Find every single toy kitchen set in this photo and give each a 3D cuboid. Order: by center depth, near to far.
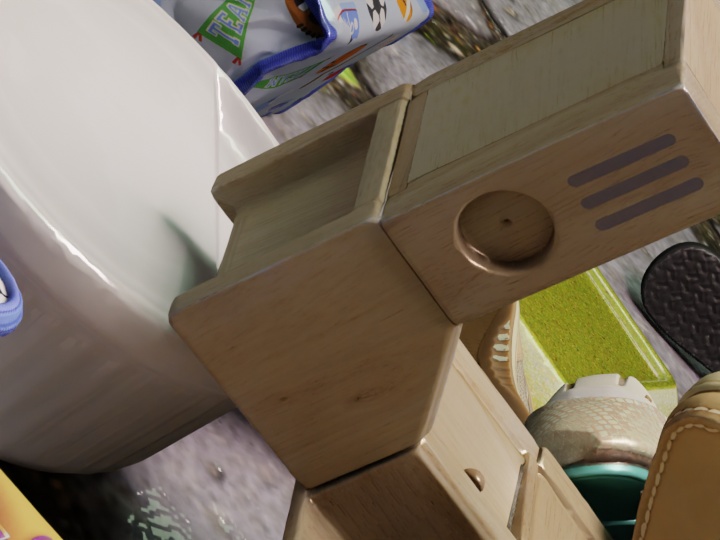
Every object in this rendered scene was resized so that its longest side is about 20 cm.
[{"bbox_3d":[0.064,0.057,0.702,0.200,0.180,0.163,53,27,-26],"label":"toy kitchen set"}]

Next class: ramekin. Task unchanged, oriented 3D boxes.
[{"bbox_3d":[-0.108,-0.020,0.811,0.202,0.094,0.203,40,24,-22],"label":"ramekin"}]

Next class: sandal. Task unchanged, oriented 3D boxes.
[{"bbox_3d":[0.248,0.060,1.396,0.200,0.075,0.045,47,11,0],"label":"sandal"}]

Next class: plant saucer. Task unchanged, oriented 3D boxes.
[{"bbox_3d":[0.078,0.017,1.168,0.200,0.048,0.200,57,23,17],"label":"plant saucer"}]

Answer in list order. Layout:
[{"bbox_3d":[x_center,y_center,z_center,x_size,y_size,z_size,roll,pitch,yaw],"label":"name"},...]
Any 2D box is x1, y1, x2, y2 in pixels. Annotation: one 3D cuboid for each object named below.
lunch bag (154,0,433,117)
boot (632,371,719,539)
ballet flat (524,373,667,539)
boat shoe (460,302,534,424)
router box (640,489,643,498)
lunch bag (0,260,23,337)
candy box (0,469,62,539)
[{"bbox_3d":[-0.079,-0.167,1.060,0.200,0.124,0.170,60,17,-1],"label":"lunch bag"},{"bbox_3d":[0.066,0.138,0.648,0.073,0.201,0.155,25,32,38],"label":"boot"},{"bbox_3d":[0.092,0.072,0.910,0.200,0.067,0.063,60,27,-69],"label":"ballet flat"},{"bbox_3d":[0.042,0.057,1.025,0.200,0.072,0.065,-105,-174,-48],"label":"boat shoe"},{"bbox_3d":[0.158,0.179,0.845,0.157,0.052,0.200,76,-6,-71],"label":"router box"},{"bbox_3d":[-0.190,-0.025,0.628,0.160,0.076,0.200,9,28,-50],"label":"lunch bag"},{"bbox_3d":[-0.097,0.132,0.641,0.200,0.056,0.117,50,21,-3],"label":"candy box"}]
